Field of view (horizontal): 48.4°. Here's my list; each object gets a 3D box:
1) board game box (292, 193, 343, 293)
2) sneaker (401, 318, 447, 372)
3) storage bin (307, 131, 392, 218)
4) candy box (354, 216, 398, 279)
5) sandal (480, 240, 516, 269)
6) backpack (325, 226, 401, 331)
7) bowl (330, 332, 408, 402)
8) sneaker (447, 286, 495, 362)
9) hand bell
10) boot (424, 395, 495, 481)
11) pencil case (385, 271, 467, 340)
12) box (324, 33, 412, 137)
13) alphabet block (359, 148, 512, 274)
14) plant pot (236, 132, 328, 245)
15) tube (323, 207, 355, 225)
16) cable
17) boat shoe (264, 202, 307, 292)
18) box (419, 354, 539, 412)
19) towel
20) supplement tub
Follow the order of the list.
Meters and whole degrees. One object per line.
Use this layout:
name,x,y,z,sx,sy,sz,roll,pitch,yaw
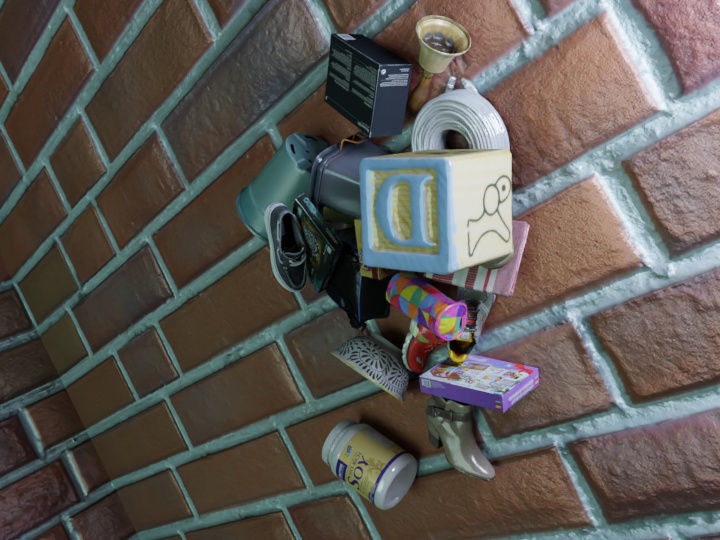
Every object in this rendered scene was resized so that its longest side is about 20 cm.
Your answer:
board game box,-0.098,-0.052,1.632,0.136,0.028,0.200,53,155,14
sneaker,0.145,0.144,1.704,0.085,0.077,0.201,27,126,26
storage bin,0.008,-0.190,1.609,0.134,0.200,0.146,25,125,20
candy box,0.081,-0.070,1.575,0.056,0.199,0.118,12,117,43
sandal,0.211,-0.076,1.508,0.080,0.054,0.200,-50,54,18
backpack,0.000,0.000,1.713,0.200,0.146,0.184,34,130,52
bowl,0.039,0.201,1.791,0.200,0.201,0.095,29,82,31
sneaker,0.219,0.100,1.593,0.077,0.082,0.201,11,124,4
hand bell,0.124,-0.363,1.501,0.104,0.104,0.200,47,145,18
boot,0.219,0.345,1.729,0.199,0.070,0.147,28,124,32
pencil case,0.131,0.065,1.585,0.200,0.088,0.089,38,134,53
box,0.010,-0.363,1.557,0.200,0.078,0.142,47,135,46
alphabet block,0.133,-0.109,1.394,0.195,0.199,0.197,9,105,39
plant pot,-0.143,-0.182,1.759,0.200,0.200,0.196,49,126,16
tube,0.021,-0.117,1.676,0.198,0.052,0.058,12,132,15
cable,0.185,-0.233,1.496,0.200,0.069,0.201,46,133,18
boat shoe,-0.139,-0.038,1.614,0.068,0.071,0.201,30,136,50
box,0.237,0.220,1.604,0.199,0.136,0.039,8,113,42
towel,0.221,-0.036,1.539,0.199,0.023,0.145,14,87,40
supplement tub,0.020,0.458,1.912,0.199,0.145,0.146,28,126,31
